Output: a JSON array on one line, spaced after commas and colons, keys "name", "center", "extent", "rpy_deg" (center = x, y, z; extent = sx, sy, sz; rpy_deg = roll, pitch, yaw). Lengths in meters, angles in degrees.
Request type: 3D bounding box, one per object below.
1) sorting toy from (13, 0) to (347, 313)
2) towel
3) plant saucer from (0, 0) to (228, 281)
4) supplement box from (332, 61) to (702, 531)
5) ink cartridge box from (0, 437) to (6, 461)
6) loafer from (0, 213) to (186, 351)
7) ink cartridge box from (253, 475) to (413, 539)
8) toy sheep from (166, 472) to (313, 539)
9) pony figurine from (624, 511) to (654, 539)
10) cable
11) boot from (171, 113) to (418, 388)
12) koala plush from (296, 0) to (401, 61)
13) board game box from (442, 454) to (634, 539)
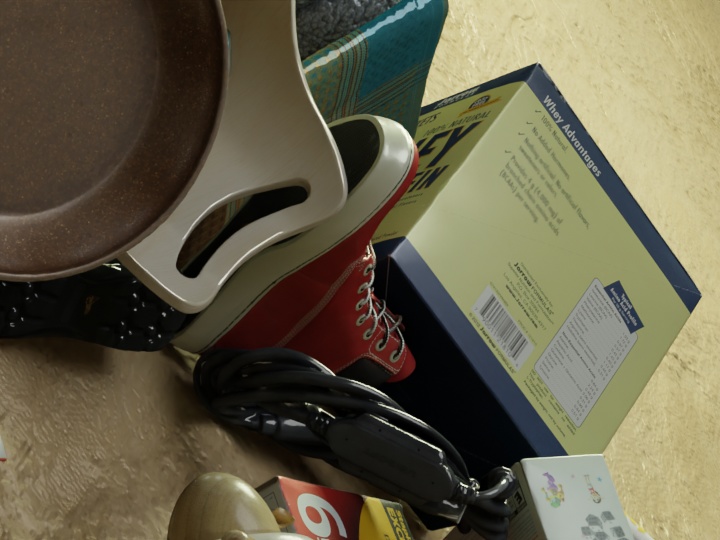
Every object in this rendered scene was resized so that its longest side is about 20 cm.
[{"name": "sorting toy", "center": [-0.101, -0.076, 1.345], "extent": [0.200, 0.107, 0.180], "rpy_deg": [-35, 84, -29]}, {"name": "towel", "center": [-0.033, -0.079, 1.508], "extent": [0.200, 0.147, 0.022], "rpy_deg": [-33, 64, -33]}, {"name": "plant saucer", "center": [-0.159, -0.096, 1.234], "extent": [0.200, 0.201, 0.037], "rpy_deg": [44, -13, -31]}, {"name": "supplement box", "center": [0.078, 0.017, 1.621], "extent": [0.200, 0.134, 0.200], "rpy_deg": [53, 49, -18]}, {"name": "ink cartridge box", "center": [-0.243, 0.006, 1.183], "extent": [0.109, 0.050, 0.201], "rpy_deg": [11, 52, -62]}, {"name": "loafer", "center": [-0.171, -0.002, 1.335], "extent": [0.070, 0.068, 0.200], "rpy_deg": [37, 12, 37]}, {"name": "ink cartridge box", "center": [0.004, 0.224, 1.371], "extent": [0.175, 0.084, 0.201], "rpy_deg": [20, 43, -57]}, {"name": "toy sheep", "center": [-0.056, 0.195, 1.232], "extent": [0.138, 0.137, 0.201], "rpy_deg": [19, 59, -57]}, {"name": "pony figurine", "center": [0.258, 0.263, 1.799], "extent": [0.199, 0.167, 0.194], "rpy_deg": [21, 32, -33]}, {"name": "cable", "center": [-0.002, 0.093, 1.459], "extent": [0.199, 0.051, 0.163], "rpy_deg": [24, -6, 9]}, {"name": "boot", "center": [0.000, 0.000, 1.461], "extent": [0.144, 0.200, 0.073], "rpy_deg": [25, 41, -28]}, {"name": "koala plush", "center": [-0.053, -0.139, 1.565], "extent": [0.177, 0.200, 0.184], "rpy_deg": [22, 42, -56]}, {"name": "board game box", "center": [0.115, 0.230, 1.498], "extent": [0.064, 0.148, 0.201], "rpy_deg": [-2, 59, -30]}]
